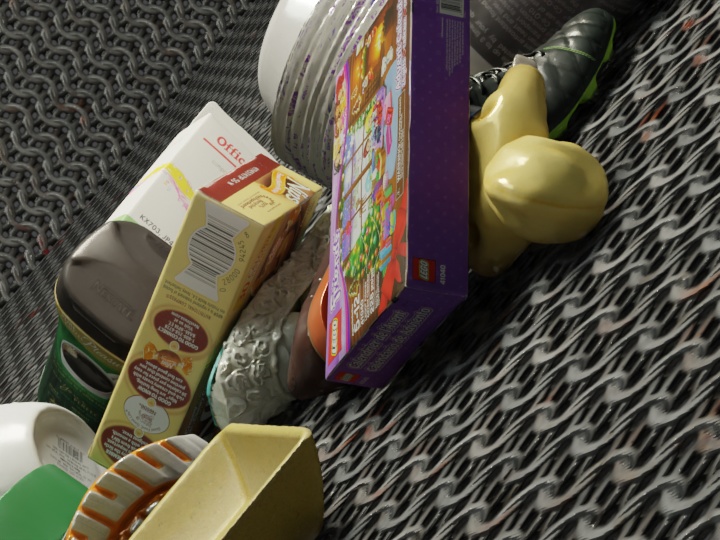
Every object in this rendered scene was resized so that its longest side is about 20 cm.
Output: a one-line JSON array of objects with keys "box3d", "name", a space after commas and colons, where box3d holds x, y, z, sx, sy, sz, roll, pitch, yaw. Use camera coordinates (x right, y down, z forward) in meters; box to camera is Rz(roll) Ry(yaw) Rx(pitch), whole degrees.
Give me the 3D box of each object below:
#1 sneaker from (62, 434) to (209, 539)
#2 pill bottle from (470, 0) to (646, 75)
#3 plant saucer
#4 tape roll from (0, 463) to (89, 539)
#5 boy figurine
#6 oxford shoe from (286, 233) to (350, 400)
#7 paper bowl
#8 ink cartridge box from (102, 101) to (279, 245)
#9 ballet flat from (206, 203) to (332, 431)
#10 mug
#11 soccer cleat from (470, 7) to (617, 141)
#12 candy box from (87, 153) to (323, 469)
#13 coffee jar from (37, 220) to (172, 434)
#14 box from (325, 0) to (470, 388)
[{"box3d": [-0.155, 0.181, 1.547, 0.200, 0.078, 0.077, -51, 4, -15], "name": "sneaker"}, {"box3d": [0.113, -0.184, 1.680, 0.200, 0.114, 0.114, -43, 11, 25], "name": "pill bottle"}, {"box3d": [-0.098, 0.175, 1.405, 0.200, 0.048, 0.200, -49, 10, -12], "name": "plant saucer"}, {"box3d": [-0.232, 0.216, 1.618, 0.201, 0.048, 0.201, -54, -9, -13], "name": "tape roll"}, {"box3d": [0.085, -0.057, 1.431, 0.200, 0.064, 0.125, -158, 77, -77], "name": "boy figurine"}, {"box3d": [0.000, 0.000, 1.595, 0.073, 0.071, 0.200, -45, 10, 42], "name": "oxford shoe"}, {"box3d": [0.003, -0.159, 1.848, 0.201, 0.104, 0.201, -52, -20, -27], "name": "paper bowl"}, {"box3d": [-0.129, -0.046, 2.142, 0.200, 0.117, 0.067, -54, 13, -27], "name": "ink cartridge box"}, {"box3d": [-0.027, 0.024, 1.644, 0.072, 0.072, 0.200, -34, 19, 52], "name": "ballet flat"}, {"box3d": [-0.278, 0.157, 1.795, 0.175, 0.200, 0.148, -32, 26, 23], "name": "mug"}, {"box3d": [0.082, -0.096, 1.575, 0.200, 0.081, 0.067, -51, 11, -15], "name": "soccer cleat"}, {"box3d": [-0.099, 0.033, 1.669, 0.201, 0.055, 0.115, -66, -11, 20], "name": "candy box"}, {"box3d": [-0.168, 0.052, 1.820, 0.085, 0.104, 0.200, -45, -13, -30], "name": "coffee jar"}, {"box3d": [0.021, -0.051, 1.459, 0.137, 0.039, 0.201, 128, 148, -59], "name": "box"}]
